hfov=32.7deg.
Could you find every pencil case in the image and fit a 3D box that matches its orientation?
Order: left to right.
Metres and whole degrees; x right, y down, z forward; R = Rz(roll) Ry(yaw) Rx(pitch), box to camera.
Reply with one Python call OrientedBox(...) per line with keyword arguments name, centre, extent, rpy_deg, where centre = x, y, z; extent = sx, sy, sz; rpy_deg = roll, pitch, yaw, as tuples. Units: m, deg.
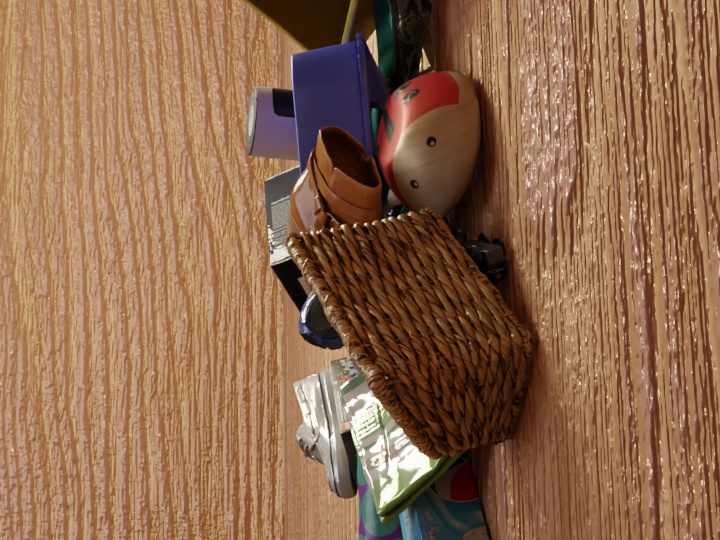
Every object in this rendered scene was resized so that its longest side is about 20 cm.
OrientedBox(name="pencil case", centre=(0.042, 0.260, 1.288), extent=(0.085, 0.092, 0.202), rpy_deg=(3, -96, -63))

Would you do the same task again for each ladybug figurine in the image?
OrientedBox(name="ladybug figurine", centre=(0.060, -0.125, 1.167), extent=(0.200, 0.071, 0.137), rpy_deg=(-107, 34, -68))

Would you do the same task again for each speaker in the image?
OrientedBox(name="speaker", centre=(-0.027, -0.161, 1.403), extent=(0.081, 0.198, 0.082), rpy_deg=(-175, 90, -78))

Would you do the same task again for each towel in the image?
OrientedBox(name="towel", centre=(0.047, 0.128, 1.166), extent=(0.149, 0.031, 0.200), rpy_deg=(-47, 26, 14))

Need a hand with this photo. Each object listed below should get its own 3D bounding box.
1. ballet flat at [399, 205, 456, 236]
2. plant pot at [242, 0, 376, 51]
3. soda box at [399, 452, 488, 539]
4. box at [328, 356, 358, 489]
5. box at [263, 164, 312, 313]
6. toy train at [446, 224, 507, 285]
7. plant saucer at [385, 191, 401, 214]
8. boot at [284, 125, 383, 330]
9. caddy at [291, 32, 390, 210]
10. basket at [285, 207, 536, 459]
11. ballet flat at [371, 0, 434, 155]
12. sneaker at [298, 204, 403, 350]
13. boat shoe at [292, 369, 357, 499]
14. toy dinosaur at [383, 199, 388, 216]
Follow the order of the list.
OrientedBox(name="ballet flat", centre=(0.060, 0.018, 1.267), extent=(0.201, 0.067, 0.071), rpy_deg=(96, 153, -45))
OrientedBox(name="plant pot", centre=(-0.023, -0.380, 1.351), extent=(0.200, 0.195, 0.194), rpy_deg=(-47, -8, -21))
OrientedBox(name="soda box", centre=(0.072, 0.221, 1.151), extent=(0.201, 0.064, 0.068), rpy_deg=(-102, 15, -54))
OrientedBox(name="box", centre=(0.009, 0.221, 1.474), extent=(0.137, 0.037, 0.201), rpy_deg=(-102, -3, -58))
OrientedBox(name="box", centre=(-0.059, -0.039, 1.753), extent=(0.201, 0.104, 0.148), rpy_deg=(-99, -16, -48))
OrientedBox(name="toy train", centre=(0.077, -0.015, 1.110), extent=(0.200, 0.034, 0.046), rpy_deg=(20, 126, 66))
OrientedBox(name="plant saucer", centre=(0.034, -0.072, 1.533), extent=(0.200, 0.036, 0.202), rpy_deg=(-179, 90, -81))
OrientedBox(name="boot", centre=(0.002, -0.025, 1.149), extent=(0.200, 0.073, 0.155), rpy_deg=(45, 141, 21))
OrientedBox(name="caddy", centre=(-0.011, -0.144, 1.277), extent=(0.141, 0.104, 0.202), rpy_deg=(26, -121, -87))
OrientedBox(name="basket", centre=(0.028, 0.063, 1.019), extent=(0.200, 0.148, 0.143), rpy_deg=(-125, 32, -43))
OrientedBox(name="ballet flat", centre=(0.051, -0.201, 1.333), extent=(0.074, 0.074, 0.202), rpy_deg=(-110, 22, -67))
OrientedBox(name="sneaker", centre=(0.000, 0.000, 1.312), extent=(0.200, 0.075, 0.079), rpy_deg=(-52, -19, -27))
OrientedBox(name="boat shoe", centre=(-0.047, 0.209, 1.525), extent=(0.201, 0.066, 0.074), rpy_deg=(-101, -4, -54))
OrientedBox(name="toy dinosaur", centre=(0.009, -0.069, 1.448), extent=(0.200, 0.047, 0.089), rpy_deg=(118, 152, -83))
